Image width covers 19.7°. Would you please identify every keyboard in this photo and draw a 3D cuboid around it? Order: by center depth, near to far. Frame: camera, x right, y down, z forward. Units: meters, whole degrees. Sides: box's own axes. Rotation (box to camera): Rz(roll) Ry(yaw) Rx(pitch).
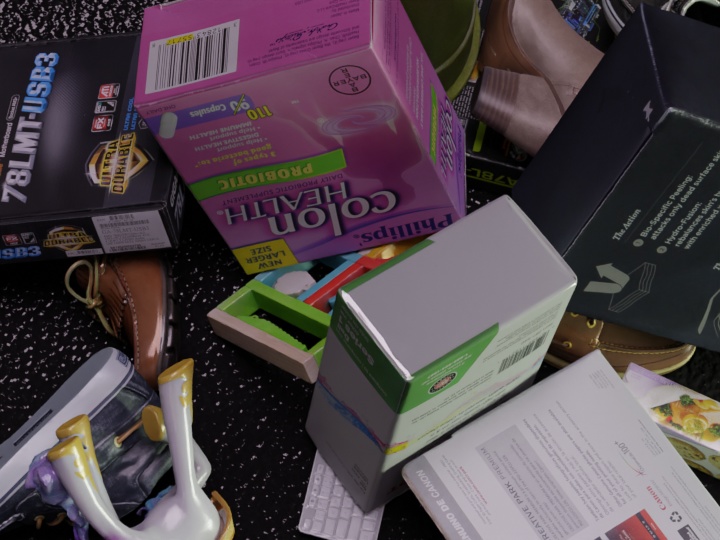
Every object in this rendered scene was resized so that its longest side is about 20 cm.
[{"bbox_3d":[0.003,0.105,1.494,0.056,0.011,0.201,12,61,2],"label":"keyboard"}]

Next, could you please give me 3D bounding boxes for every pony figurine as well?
[{"bbox_3d":[-0.136,0.187,1.346,0.193,0.166,0.201,-34,104,-36],"label":"pony figurine"}]

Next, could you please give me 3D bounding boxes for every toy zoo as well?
[{"bbox_3d":[0.000,0.000,1.506,0.200,0.021,0.131,-37,33,-22],"label":"toy zoo"}]

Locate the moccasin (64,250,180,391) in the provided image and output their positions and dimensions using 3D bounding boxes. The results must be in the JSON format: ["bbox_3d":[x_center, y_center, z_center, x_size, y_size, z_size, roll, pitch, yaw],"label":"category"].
[{"bbox_3d":[-0.177,0.001,1.501,0.077,0.074,0.202,-13,62,-9],"label":"moccasin"}]

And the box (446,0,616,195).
[{"bbox_3d":[0.121,-0.154,1.632,0.192,0.048,0.201,15,60,0],"label":"box"}]

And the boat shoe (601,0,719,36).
[{"bbox_3d":[0.253,-0.181,1.535,0.072,0.071,0.200,-44,54,-9],"label":"boat shoe"}]

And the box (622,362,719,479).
[{"bbox_3d":[0.273,0.129,1.487,0.199,0.041,0.039,25,62,8],"label":"box"}]

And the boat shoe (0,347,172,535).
[{"bbox_3d":[-0.210,0.152,1.416,0.200,0.071,0.091,-43,106,-5],"label":"boat shoe"}]

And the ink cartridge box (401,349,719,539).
[{"bbox_3d":[0.145,0.185,1.419,0.175,0.084,0.200,-27,66,-19],"label":"ink cartridge box"}]

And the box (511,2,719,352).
[{"bbox_3d":[0.240,-0.057,1.451,0.199,0.197,0.118,15,44,-20],"label":"box"}]

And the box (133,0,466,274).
[{"bbox_3d":[-0.038,-0.107,1.466,0.175,0.200,0.097,-12,51,17],"label":"box"}]

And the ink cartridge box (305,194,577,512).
[{"bbox_3d":[0.050,0.060,1.410,0.144,0.200,0.084,-29,68,-24],"label":"ink cartridge box"}]

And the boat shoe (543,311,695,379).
[{"bbox_3d":[0.152,0.029,1.517,0.199,0.068,0.072,12,60,2],"label":"boat shoe"}]

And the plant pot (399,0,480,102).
[{"bbox_3d":[0.015,-0.231,1.513,0.199,0.190,0.201,4,67,-10],"label":"plant pot"}]

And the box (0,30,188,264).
[{"bbox_3d":[-0.220,-0.092,1.517,0.197,0.050,0.201,-3,46,9],"label":"box"}]

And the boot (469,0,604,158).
[{"bbox_3d":[0.165,-0.151,1.578,0.146,0.070,0.201,18,56,-6],"label":"boot"}]
